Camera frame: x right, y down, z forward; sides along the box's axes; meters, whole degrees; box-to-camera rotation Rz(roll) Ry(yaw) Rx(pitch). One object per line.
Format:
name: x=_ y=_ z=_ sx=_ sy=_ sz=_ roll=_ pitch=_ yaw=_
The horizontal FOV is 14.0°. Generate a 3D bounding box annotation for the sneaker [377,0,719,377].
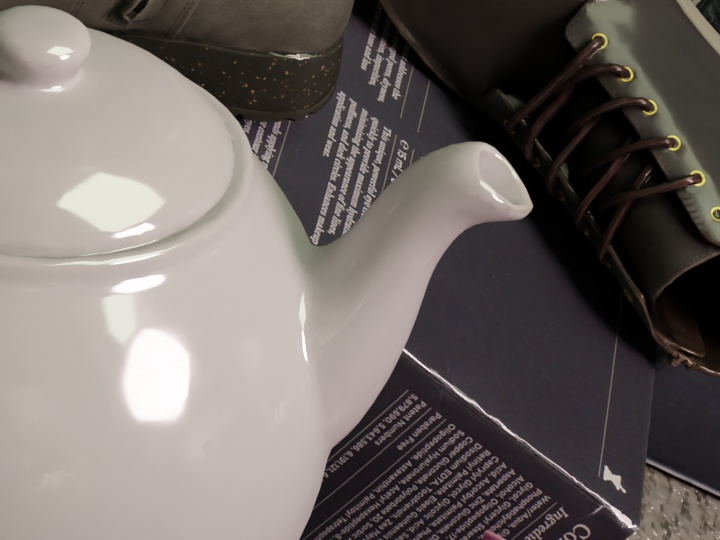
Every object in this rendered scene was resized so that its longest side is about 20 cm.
sneaker: x=0.077 y=-0.053 z=0.951 sx=0.200 sy=0.075 sz=0.106 roll=35 pitch=30 yaw=-23

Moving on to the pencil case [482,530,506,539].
pencil case: x=-0.020 y=0.133 z=0.814 sx=0.091 sy=0.094 sz=0.200 roll=34 pitch=24 yaw=24

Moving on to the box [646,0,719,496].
box: x=0.175 y=-0.030 z=1.129 sx=0.107 sy=0.200 sz=0.149 roll=25 pitch=37 yaw=-31

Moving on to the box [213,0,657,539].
box: x=0.000 y=0.000 z=0.972 sx=0.182 sy=0.104 sz=0.200 roll=37 pitch=33 yaw=-16

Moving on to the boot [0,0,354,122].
boot: x=-0.085 y=-0.121 z=0.846 sx=0.199 sy=0.131 sz=0.068 roll=6 pitch=37 yaw=-10

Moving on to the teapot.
teapot: x=-0.096 y=-0.001 z=0.760 sx=0.200 sy=0.147 sz=0.197 roll=-19 pitch=42 yaw=-37
